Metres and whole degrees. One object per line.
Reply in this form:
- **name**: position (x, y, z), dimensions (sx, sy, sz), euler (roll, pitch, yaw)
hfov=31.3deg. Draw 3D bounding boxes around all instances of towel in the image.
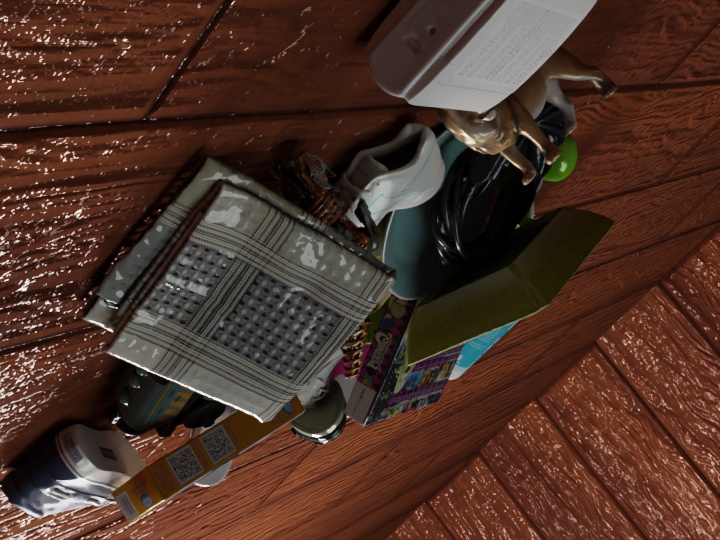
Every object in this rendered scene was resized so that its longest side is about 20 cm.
- **towel**: position (-0.099, 0.024, 1.024), dimensions (0.193, 0.199, 0.035), euler (-47, -153, 26)

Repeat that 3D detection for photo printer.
- **photo printer**: position (0.108, -0.202, 1.023), dimensions (0.166, 0.070, 0.199), euler (-46, 163, 23)

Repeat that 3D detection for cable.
- **cable**: position (0.141, -0.090, 1.323), dimensions (0.202, 0.051, 0.163), euler (-63, 155, 11)

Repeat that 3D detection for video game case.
- **video game case**: position (0.071, 0.080, 1.482), dimensions (0.199, 0.036, 0.183), euler (-7, 121, -62)

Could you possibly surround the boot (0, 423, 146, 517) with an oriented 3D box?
- **boot**: position (-0.283, 0.210, 1.297), dimensions (0.090, 0.073, 0.200), euler (-32, 156, 2)

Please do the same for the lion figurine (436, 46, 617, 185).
- **lion figurine**: position (0.154, -0.166, 1.211), dimensions (0.200, 0.123, 0.072), euler (-47, -175, -41)

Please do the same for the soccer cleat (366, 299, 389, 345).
- **soccer cleat**: position (0.060, 0.028, 1.549), dimensions (0.199, 0.068, 0.081), euler (-40, 172, -23)

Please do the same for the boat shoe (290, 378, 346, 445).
- **boat shoe**: position (-0.051, 0.170, 1.513), dimensions (0.074, 0.067, 0.199), euler (-38, -160, -13)

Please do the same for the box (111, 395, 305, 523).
- **box**: position (-0.141, 0.175, 1.272), dimensions (0.199, 0.042, 0.119), euler (-27, 174, -33)

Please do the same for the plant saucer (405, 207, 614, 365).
- **plant saucer**: position (0.148, 0.006, 1.361), dimensions (0.199, 0.048, 0.200), euler (-27, -169, 42)

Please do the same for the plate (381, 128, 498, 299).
- **plate**: position (0.078, -0.066, 1.318), dimensions (0.200, 0.025, 0.202), euler (-39, 145, -35)

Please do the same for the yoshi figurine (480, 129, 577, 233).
- **yoshi figurine**: position (0.194, -0.090, 1.471), dimensions (0.112, 0.111, 0.201), euler (-52, 163, -39)

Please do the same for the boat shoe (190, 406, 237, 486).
- **boat shoe**: position (-0.147, 0.139, 1.393), dimensions (0.071, 0.071, 0.201), euler (19, 116, -25)

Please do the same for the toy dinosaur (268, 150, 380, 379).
- **toy dinosaur**: position (-0.042, 0.003, 1.082), dimensions (0.134, 0.203, 0.102), euler (-14, -176, 13)

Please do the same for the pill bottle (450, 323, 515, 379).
- **pill bottle**: position (0.158, 0.047, 1.751), dimensions (0.200, 0.111, 0.110), euler (-45, 163, 23)

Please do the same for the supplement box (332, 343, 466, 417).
- **supplement box**: position (0.035, 0.096, 1.625), dimensions (0.104, 0.102, 0.199), euler (-49, 162, 32)

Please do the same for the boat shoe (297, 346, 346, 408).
- **boat shoe**: position (-0.062, 0.122, 1.452), dimensions (0.199, 0.067, 0.073), euler (-30, 174, 30)

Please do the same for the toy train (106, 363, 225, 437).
- **toy train**: position (-0.166, 0.090, 1.201), dimensions (0.113, 0.086, 0.200), euler (-8, 151, -37)

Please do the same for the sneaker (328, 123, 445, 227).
- **sneaker**: position (-0.007, -0.065, 1.168), dimensions (0.200, 0.070, 0.081), euler (-42, 156, -13)

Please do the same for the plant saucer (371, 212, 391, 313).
- **plant saucer**: position (0.000, 0.000, 1.378), dimensions (0.199, 0.049, 0.200), euler (-20, 156, -50)
